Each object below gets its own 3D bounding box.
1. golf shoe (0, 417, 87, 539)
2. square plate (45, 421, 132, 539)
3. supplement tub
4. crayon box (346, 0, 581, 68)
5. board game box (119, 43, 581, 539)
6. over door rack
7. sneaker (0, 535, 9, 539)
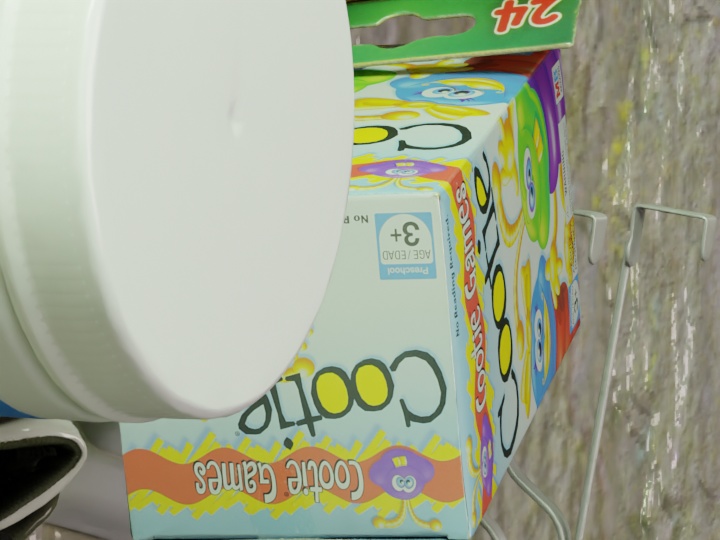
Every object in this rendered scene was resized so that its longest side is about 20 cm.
[{"bbox_3d":[-0.103,0.048,0.802,0.200,0.097,0.079,-49,127,-51],"label":"golf shoe"},{"bbox_3d":[-0.064,-0.009,0.975,0.198,0.028,0.201,28,67,-62],"label":"square plate"},{"bbox_3d":[-0.116,-0.035,0.654,0.132,0.199,0.133,3,90,-65],"label":"supplement tub"},{"bbox_3d":[0.020,-0.151,0.989,0.051,0.126,0.201,67,24,-43],"label":"crayon box"},{"bbox_3d":[0.000,0.000,0.914,0.200,0.104,0.103,-53,140,-69],"label":"board game box"},{"bbox_3d":[0.062,0.059,1.188,0.148,0.066,0.201,-5,118,-65],"label":"over door rack"},{"bbox_3d":[-0.136,0.114,0.672,0.078,0.199,0.091,-119,-150,-62],"label":"sneaker"}]
